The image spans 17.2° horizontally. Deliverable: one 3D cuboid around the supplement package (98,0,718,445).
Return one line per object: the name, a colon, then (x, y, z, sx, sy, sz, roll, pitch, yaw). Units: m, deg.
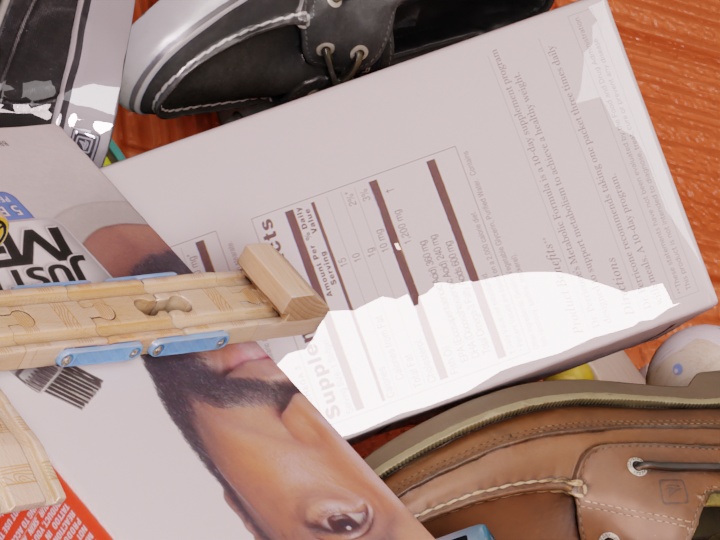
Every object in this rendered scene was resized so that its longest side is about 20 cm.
supplement package: (0.000, 0.000, 0.802, 0.199, 0.114, 0.110, -19, 84, -6)

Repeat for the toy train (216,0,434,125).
toy train: (-0.017, -0.088, 1.013, 0.114, 0.085, 0.200, -5, 58, -24)

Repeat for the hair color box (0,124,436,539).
hair color box: (-0.077, 0.044, 0.661, 0.200, 0.064, 0.111, 47, 30, 24)

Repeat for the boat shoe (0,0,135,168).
boat shoe: (-0.120, -0.101, 0.861, 0.068, 0.074, 0.200, 16, 41, -14)

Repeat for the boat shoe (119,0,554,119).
boat shoe: (-0.006, -0.098, 0.933, 0.200, 0.069, 0.057, -26, 68, -31)

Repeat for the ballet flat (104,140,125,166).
ballet flat: (-0.127, -0.045, 0.914, 0.067, 0.067, 0.200, -13, 57, -17)

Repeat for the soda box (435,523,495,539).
soda box: (0.047, 0.159, 0.761, 0.200, 0.068, 0.064, 54, 19, -51)

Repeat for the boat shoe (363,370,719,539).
boat shoe: (0.084, 0.079, 0.772, 0.199, 0.072, 0.068, -11, 50, -22)

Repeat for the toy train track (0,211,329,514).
toy train track: (-0.078, 0.006, 0.620, 0.200, 0.033, 0.115, -5, 44, -49)

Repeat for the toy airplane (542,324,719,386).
toy airplane: (0.114, 0.070, 0.913, 0.200, 0.141, 0.199, 25, 43, -14)
